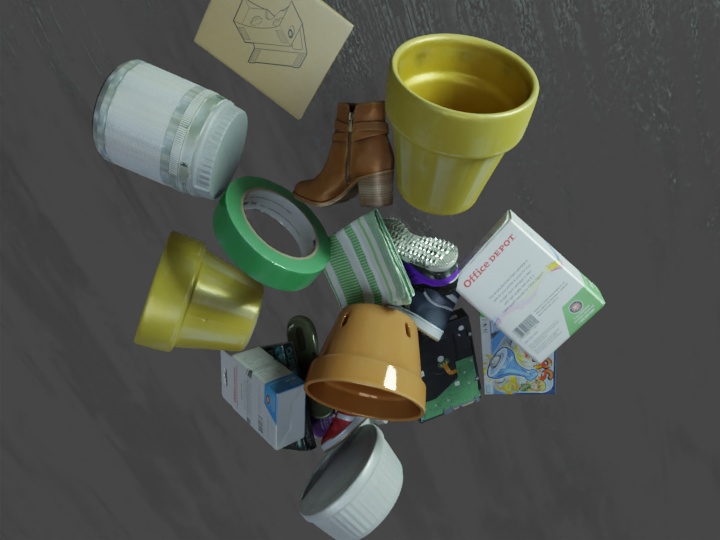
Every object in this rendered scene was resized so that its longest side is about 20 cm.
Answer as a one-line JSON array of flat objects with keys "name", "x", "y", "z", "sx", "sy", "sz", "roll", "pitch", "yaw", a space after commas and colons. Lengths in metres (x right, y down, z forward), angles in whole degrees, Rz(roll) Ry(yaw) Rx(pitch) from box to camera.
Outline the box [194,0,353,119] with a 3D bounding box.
[{"name": "box", "x": -0.131, "y": -0.353, "z": 0.815, "sx": 0.198, "sy": 0.021, "sz": 0.164, "roll": 35, "pitch": 121, "yaw": -8}]

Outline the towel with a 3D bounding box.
[{"name": "towel", "x": 0.000, "y": 0.000, "z": 0.909, "sx": 0.199, "sy": 0.023, "sz": 0.155, "roll": -23, "pitch": 92, "yaw": 56}]

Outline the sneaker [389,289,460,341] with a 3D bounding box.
[{"name": "sneaker", "x": 0.082, "y": 0.025, "z": 0.967, "sx": 0.198, "sy": 0.070, "sz": 0.110, "roll": 34, "pitch": 93, "yaw": 19}]

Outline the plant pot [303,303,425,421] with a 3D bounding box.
[{"name": "plant pot", "x": 0.018, "y": 0.147, "z": 0.894, "sx": 0.195, "sy": 0.143, "sz": 0.201, "roll": 10, "pitch": 152, "yaw": 6}]

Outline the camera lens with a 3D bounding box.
[{"name": "camera lens", "x": -0.294, "y": -0.216, "z": 0.849, "sx": 0.196, "sy": 0.161, "sz": 0.162, "roll": 22, "pitch": 123, "yaw": -2}]

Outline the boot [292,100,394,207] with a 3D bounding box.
[{"name": "boot", "x": -0.034, "y": -0.183, "z": 0.865, "sx": 0.197, "sy": 0.076, "sz": 0.159, "roll": 7, "pitch": 109, "yaw": 40}]

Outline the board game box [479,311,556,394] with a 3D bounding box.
[{"name": "board game box", "x": 0.290, "y": 0.139, "z": 1.007, "sx": 0.132, "sy": 0.035, "sz": 0.204, "roll": -4, "pitch": 119, "yaw": 14}]

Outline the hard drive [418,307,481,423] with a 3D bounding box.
[{"name": "hard drive", "x": 0.151, "y": 0.182, "z": 1.033, "sx": 0.137, "sy": 0.038, "sz": 0.204, "roll": -19, "pitch": 117, "yaw": -5}]

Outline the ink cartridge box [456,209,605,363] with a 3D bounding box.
[{"name": "ink cartridge box", "x": 0.265, "y": 0.024, "z": 0.890, "sx": 0.199, "sy": 0.084, "sz": 0.145, "roll": 41, "pitch": 113, "yaw": -1}]

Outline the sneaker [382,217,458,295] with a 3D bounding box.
[{"name": "sneaker", "x": 0.081, "y": -0.013, "z": 0.897, "sx": 0.199, "sy": 0.069, "sz": 0.101, "roll": 30, "pitch": 151, "yaw": 44}]

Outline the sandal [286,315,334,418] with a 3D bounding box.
[{"name": "sandal", "x": -0.106, "y": 0.189, "z": 1.059, "sx": 0.078, "sy": 0.057, "sz": 0.205, "roll": -21, "pitch": 83, "yaw": 14}]

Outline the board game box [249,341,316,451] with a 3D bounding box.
[{"name": "board game box", "x": -0.153, "y": 0.244, "z": 1.064, "sx": 0.134, "sy": 0.028, "sz": 0.205, "roll": -14, "pitch": 89, "yaw": 50}]

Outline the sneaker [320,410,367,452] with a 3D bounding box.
[{"name": "sneaker", "x": -0.027, "y": 0.233, "z": 1.014, "sx": 0.113, "sy": 0.071, "sz": 0.200, "roll": 45, "pitch": 98, "yaw": 9}]

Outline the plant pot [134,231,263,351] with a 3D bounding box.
[{"name": "plant pot", "x": -0.284, "y": 0.057, "z": 0.992, "sx": 0.185, "sy": 0.203, "sz": 0.203, "roll": 19, "pitch": 124, "yaw": -19}]

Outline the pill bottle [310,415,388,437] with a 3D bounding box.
[{"name": "pill bottle", "x": -0.044, "y": 0.278, "z": 1.115, "sx": 0.195, "sy": 0.113, "sz": 0.115, "roll": -9, "pitch": 118, "yaw": 16}]

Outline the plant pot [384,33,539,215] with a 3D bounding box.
[{"name": "plant pot", "x": 0.126, "y": -0.191, "z": 0.766, "sx": 0.196, "sy": 0.203, "sz": 0.191, "roll": 12, "pitch": 138, "yaw": 5}]

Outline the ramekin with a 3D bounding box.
[{"name": "ramekin", "x": -0.010, "y": 0.383, "z": 0.979, "sx": 0.201, "sy": 0.203, "sz": 0.094, "roll": -39, "pitch": 100, "yaw": 28}]

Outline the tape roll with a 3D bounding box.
[{"name": "tape roll", "x": -0.139, "y": -0.062, "z": 0.883, "sx": 0.199, "sy": 0.202, "sz": 0.048, "roll": 38, "pitch": 122, "yaw": -12}]

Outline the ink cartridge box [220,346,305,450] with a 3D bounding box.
[{"name": "ink cartridge box", "x": -0.184, "y": 0.223, "z": 1.021, "sx": 0.198, "sy": 0.066, "sz": 0.119, "roll": 26, "pitch": 120, "yaw": 43}]
